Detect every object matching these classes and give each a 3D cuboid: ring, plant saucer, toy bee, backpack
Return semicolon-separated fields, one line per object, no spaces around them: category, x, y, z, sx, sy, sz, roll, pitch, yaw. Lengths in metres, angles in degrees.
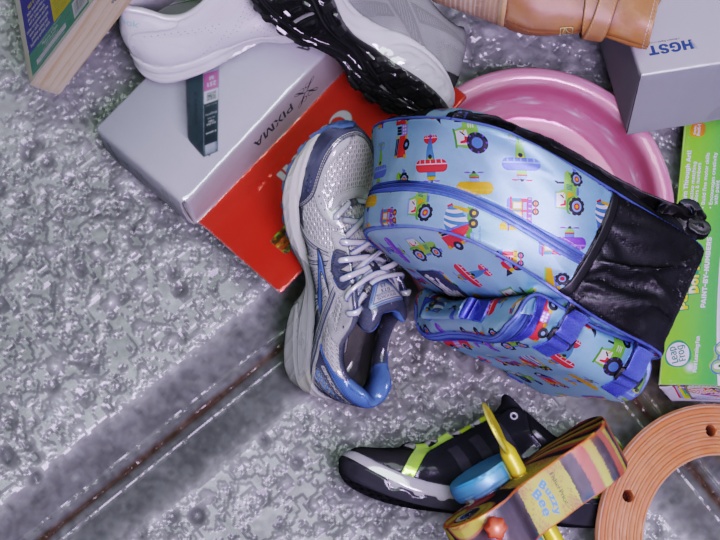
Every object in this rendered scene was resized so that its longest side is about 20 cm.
ring;0.246;0.192;1.366;0.198;0.019;0.203;5;76;-21
plant saucer;0.119;-0.040;1.411;0.198;0.051;0.203;1;77;-4
toy bee;0.098;0.163;1.272;0.131;0.109;0.201;40;77;-9
backpack;0.090;-0.017;1.262;0.199;0.182;0.136;28;78;-27

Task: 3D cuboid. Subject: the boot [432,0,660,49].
boot;0.145;-0.241;1.358;0.153;0.074;0.202;14;70;8

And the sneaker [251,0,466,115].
sneaker;-0.006;-0.183;1.338;0.200;0.074;0.080;38;62;-29

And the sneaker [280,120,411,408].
sneaker;0.000;0.000;1.331;0.077;0.085;0.202;-16;118;-32

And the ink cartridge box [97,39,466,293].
ink cartridge box;-0.055;-0.110;1.391;0.173;0.044;0.200;38;77;24

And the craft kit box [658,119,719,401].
craft kit box;0.311;-0.008;1.371;0.196;0.049;0.202;2;71;23

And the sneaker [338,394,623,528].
sneaker;0.082;0.125;1.365;0.198;0.072;0.084;9;81;-13

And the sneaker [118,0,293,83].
sneaker;-0.071;-0.198;1.362;0.199;0.089;0.076;-27;62;-3

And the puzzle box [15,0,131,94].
puzzle box;-0.172;-0.232;1.349;0.025;0.200;0.134;17;41;-36

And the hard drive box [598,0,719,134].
hard drive box;0.241;-0.209;1.417;0.154;0.077;0.202;-10;62;-7
